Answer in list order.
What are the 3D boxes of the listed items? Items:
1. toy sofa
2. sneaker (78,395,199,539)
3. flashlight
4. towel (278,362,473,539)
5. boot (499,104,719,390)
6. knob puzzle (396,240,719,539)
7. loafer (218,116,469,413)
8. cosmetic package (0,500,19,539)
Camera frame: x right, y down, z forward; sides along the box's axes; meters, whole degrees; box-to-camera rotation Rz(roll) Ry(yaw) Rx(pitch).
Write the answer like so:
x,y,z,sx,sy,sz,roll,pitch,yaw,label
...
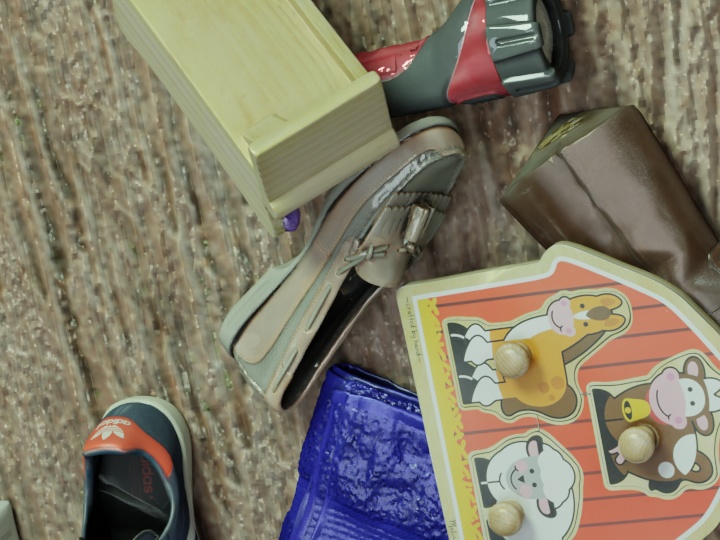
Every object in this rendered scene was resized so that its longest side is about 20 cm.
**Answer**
x,y,z,sx,sy,sz,roll,pitch,yaw,label
-0.064,-0.122,1.533,0.083,0.098,0.200,-31,61,-10,toy sofa
-0.127,0.180,1.660,0.075,0.084,0.201,-12,99,20,sneaker
0.017,-0.117,1.557,0.199,0.068,0.068,-8,132,23,flashlight
0.018,0.170,1.630,0.147,0.050,0.201,21,108,13,towel
0.193,-0.026,1.526,0.186,0.064,0.200,-37,85,19,boot
0.126,0.083,1.532,0.218,0.030,0.221,5,105,21,knob puzzle
0.000,0.000,1.578,0.200,0.072,0.063,-47,58,28,loafer
-0.289,0.266,1.688,0.165,0.167,0.201,-10,99,19,cosmetic package
